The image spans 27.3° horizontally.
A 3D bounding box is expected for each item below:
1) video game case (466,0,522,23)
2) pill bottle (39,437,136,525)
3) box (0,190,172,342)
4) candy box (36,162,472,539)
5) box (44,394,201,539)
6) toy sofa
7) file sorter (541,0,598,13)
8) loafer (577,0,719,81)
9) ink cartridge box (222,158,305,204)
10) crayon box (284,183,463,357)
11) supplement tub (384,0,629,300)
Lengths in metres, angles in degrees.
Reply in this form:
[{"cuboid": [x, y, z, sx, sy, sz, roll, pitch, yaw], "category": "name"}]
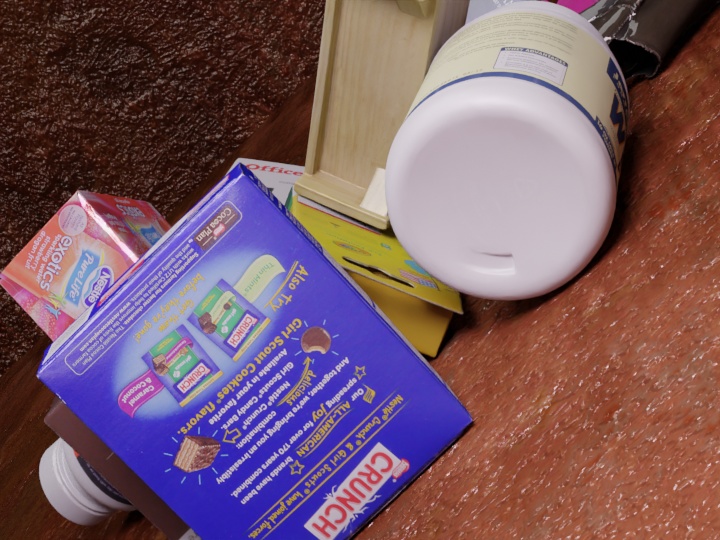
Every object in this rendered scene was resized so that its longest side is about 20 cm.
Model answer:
[{"cuboid": [0.090, -0.156, 1.330, 0.199, 0.019, 0.144, -40, 57, 18], "category": "video game case"}, {"cuboid": [-0.189, 0.138, 1.290, 0.199, 0.111, 0.112, -39, 13, 28], "category": "pill bottle"}, {"cuboid": [-0.212, 0.005, 1.272, 0.103, 0.095, 0.200, -44, -7, 6], "category": "box"}, {"cuboid": [-0.061, 0.067, 0.880, 0.169, 0.200, 0.077, -42, 10, 4], "category": "candy box"}, {"cuboid": [-0.104, 0.076, 1.081, 0.166, 0.164, 0.200, -43, 12, 8], "category": "box"}, {"cuboid": [0.017, -0.142, 1.066, 0.098, 0.082, 0.202, -47, -27, -49], "category": "toy sofa"}, {"cuboid": [0.187, -0.300, 1.448, 0.138, 0.125, 0.201, -33, 16, 42], "category": "file sorter"}, {"cuboid": [0.217, -0.181, 1.121, 0.199, 0.073, 0.072, -39, 49, 12], "category": "loafer"}, {"cuboid": [-0.067, -0.015, 1.280, 0.201, 0.144, 0.085, -68, -15, -60], "category": "ink cartridge box"}, {"cuboid": [0.000, 0.000, 1.061, 0.200, 0.125, 0.051, -97, 29, -76], "category": "crayon box"}, {"cuboid": [0.102, -0.087, 0.976, 0.145, 0.145, 0.201, -38, 14, 29], "category": "supplement tub"}]
